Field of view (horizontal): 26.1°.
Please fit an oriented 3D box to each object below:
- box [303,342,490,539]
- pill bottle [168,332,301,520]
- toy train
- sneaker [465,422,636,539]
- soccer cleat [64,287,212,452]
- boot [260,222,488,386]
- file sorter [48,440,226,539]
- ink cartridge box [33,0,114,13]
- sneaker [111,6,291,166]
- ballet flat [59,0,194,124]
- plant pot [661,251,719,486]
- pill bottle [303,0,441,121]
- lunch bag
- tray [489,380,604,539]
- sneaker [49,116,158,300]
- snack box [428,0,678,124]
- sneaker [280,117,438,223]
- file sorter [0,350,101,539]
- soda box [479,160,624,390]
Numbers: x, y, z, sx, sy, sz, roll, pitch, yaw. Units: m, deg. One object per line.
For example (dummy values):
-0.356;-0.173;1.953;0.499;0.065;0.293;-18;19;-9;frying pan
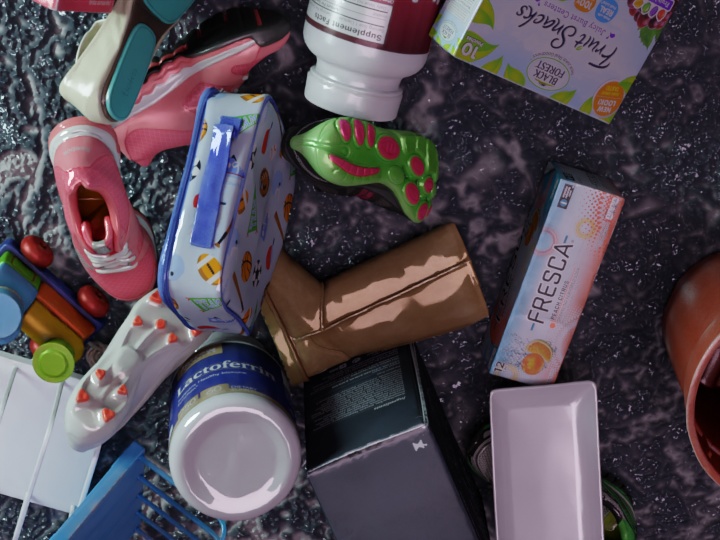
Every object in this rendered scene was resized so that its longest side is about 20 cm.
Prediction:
0.037;0.202;1.441;0.123;0.197;0.202;-22;109;4;box
-0.117;0.132;1.402;0.114;0.200;0.117;-2;108;-7;pill bottle
-0.267;0.068;1.413;0.085;0.116;0.200;-43;107;12;toy train
0.192;0.211;1.516;0.198;0.085;0.079;28;106;-13;sneaker
-0.200;0.081;1.400;0.069;0.200;0.078;39;144;3;soccer cleat
0.000;0.000;1.442;0.198;0.066;0.177;-22;114;1;boot
-0.206;0.279;1.414;0.122;0.201;0.139;35;62;10;file sorter
-0.247;-0.329;1.259;0.144;0.083;0.202;29;109;23;ink cartridge box
-0.140;-0.161;1.376;0.198;0.074;0.087;-26;120;12;sneaker
-0.194;-0.218;1.327;0.069;0.069;0.202;32;72;-15;ballet flat
0.371;0.080;1.423;0.198;0.196;0.203;-1;110;-4;plant pot
0.014;-0.237;1.328;0.111;0.113;0.202;11;109;-8;pill bottle
-0.113;-0.053;1.317;0.075;0.160;0.203;8;75;12;lunch bag
0.174;0.206;1.463;0.106;0.022;0.203;-4;95;-9;tray
-0.230;-0.034;1.368;0.073;0.087;0.202;-13;133;2;sneaker
0.171;-0.224;1.335;0.198;0.053;0.143;16;111;-37;snack box
0.004;-0.096;1.372;0.199;0.083;0.078;24;80;-53;sneaker
-0.343;0.164;1.439;0.198;0.125;0.140;17;107;-10;file sorter
0.177;0.006;1.453;0.068;0.064;0.202;16;107;-10;soda box
